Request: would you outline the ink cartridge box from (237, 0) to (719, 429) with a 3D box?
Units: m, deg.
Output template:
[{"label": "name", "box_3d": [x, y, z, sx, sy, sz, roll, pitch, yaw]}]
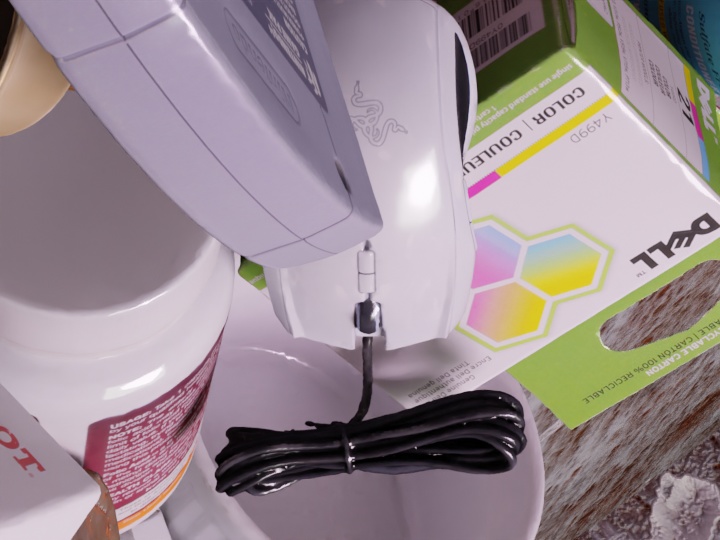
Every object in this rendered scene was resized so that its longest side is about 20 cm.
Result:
[{"label": "ink cartridge box", "box_3d": [0.075, -0.004, 0.830, 0.148, 0.200, 0.076, -34, -146, 25]}]

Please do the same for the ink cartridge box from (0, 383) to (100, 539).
[{"label": "ink cartridge box", "box_3d": [-0.195, 0.063, 0.656, 0.085, 0.145, 0.200, -54, 161, 24]}]

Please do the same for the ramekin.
[{"label": "ramekin", "box_3d": [-0.021, 0.089, 1.081, 0.200, 0.201, 0.098, -25, 166, -45]}]

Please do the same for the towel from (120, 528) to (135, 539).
[{"label": "towel", "box_3d": [-0.154, 0.131, 0.942, 0.149, 0.031, 0.200, -40, -152, 5]}]

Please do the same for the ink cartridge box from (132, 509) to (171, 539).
[{"label": "ink cartridge box", "box_3d": [-0.158, 0.205, 1.035, 0.200, 0.145, 0.084, -22, 179, 35]}]

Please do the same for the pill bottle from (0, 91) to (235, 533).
[{"label": "pill bottle", "box_3d": [-0.104, 0.014, 0.806, 0.114, 0.114, 0.200, -34, 165, -23]}]

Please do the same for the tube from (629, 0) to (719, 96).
[{"label": "tube", "box_3d": [0.138, -0.087, 0.824, 0.050, 0.078, 0.200, -30, -157, -5]}]

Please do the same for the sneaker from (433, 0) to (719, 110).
[{"label": "sneaker", "box_3d": [0.068, -0.078, 0.874, 0.200, 0.085, 0.077, 24, 127, -25]}]

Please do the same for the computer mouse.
[{"label": "computer mouse", "box_3d": [0.000, 0.000, 0.751, 0.044, 0.109, 0.200, -87, 175, -52]}]

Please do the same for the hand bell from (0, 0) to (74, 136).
[{"label": "hand bell", "box_3d": [-0.081, -0.058, 0.632, 0.104, 0.104, 0.200, -45, 159, 15]}]

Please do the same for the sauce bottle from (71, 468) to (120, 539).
[{"label": "sauce bottle", "box_3d": [-0.185, 0.102, 0.788, 0.200, 0.066, 0.066, -2, 169, 10]}]

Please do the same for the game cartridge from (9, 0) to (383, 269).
[{"label": "game cartridge", "box_3d": [-0.049, -0.080, 0.563, 0.041, 0.133, 0.200, -18, 154, 11]}]
